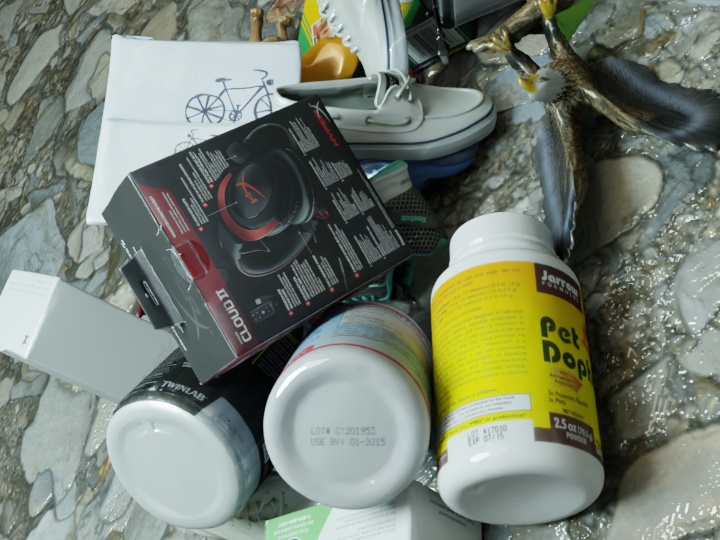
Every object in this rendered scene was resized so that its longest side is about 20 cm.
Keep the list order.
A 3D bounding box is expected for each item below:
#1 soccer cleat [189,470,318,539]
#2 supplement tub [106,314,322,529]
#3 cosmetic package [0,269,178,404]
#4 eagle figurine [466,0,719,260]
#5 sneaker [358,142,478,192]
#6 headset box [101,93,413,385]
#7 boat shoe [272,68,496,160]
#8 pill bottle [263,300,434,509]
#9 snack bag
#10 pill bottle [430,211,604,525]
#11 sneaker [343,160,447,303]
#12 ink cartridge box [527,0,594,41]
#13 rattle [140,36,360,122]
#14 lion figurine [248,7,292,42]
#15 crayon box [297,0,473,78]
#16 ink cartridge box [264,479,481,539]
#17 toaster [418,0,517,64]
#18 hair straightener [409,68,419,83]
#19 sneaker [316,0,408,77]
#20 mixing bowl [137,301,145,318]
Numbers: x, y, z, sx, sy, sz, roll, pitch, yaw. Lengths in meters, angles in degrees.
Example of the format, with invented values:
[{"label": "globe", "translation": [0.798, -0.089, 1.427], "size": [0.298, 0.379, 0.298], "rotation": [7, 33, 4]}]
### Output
[{"label": "soccer cleat", "translation": [-0.095, 0.194, 0.852], "size": [0.199, 0.077, 0.070], "rotation": [-10, 57, 42]}, {"label": "supplement tub", "translation": [-0.102, 0.102, 0.832], "size": [0.122, 0.123, 0.200], "rotation": [-24, 13, 33]}, {"label": "cosmetic package", "translation": [-0.245, 0.077, 0.991], "size": [0.112, 0.199, 0.082], "rotation": [7, 69, 47]}, {"label": "eagle figurine", "translation": [0.168, -0.122, 0.784], "size": [0.201, 0.150, 0.152], "rotation": [58, 156, 18]}, {"label": "sneaker", "translation": [0.015, -0.080, 0.938], "size": [0.198, 0.083, 0.074], "rotation": [-14, 34, 18]}, {"label": "headset box", "translation": [-0.081, -0.023, 0.762], "size": [0.199, 0.149, 0.075], "rotation": [-30, -3, -36]}, {"label": "boat shoe", "translation": [0.022, -0.135, 0.869], "size": [0.198, 0.067, 0.074], "rotation": [-12, 41, -11]}, {"label": "pill bottle", "translation": [0.000, 0.084, 0.745], "size": [0.109, 0.109, 0.200], "rotation": [-46, 3, 12]}, {"label": "snack bag", "translation": [-0.140, -0.128, 0.917], "size": [0.186, 0.021, 0.202], "rotation": [2, 66, 1]}, {"label": "pill bottle", "translation": [0.103, 0.062, 0.711], "size": [0.109, 0.109, 0.202], "rotation": [-25, 49, 33]}, {"label": "sneaker", "translation": [0.000, 0.000, 0.891], "size": [0.077, 0.091, 0.200], "rotation": [-37, -8, -48]}, {"label": "ink cartridge box", "translation": [0.208, -0.292, 0.815], "size": [0.076, 0.147, 0.201], "rotation": [35, 92, 47]}, {"label": "rattle", "translation": [-0.115, -0.170, 0.969], "size": [0.142, 0.199, 0.132], "rotation": [-22, 62, 44]}, {"label": "lion figurine", "translation": [-0.133, -0.225, 1.199], "size": [0.199, 0.072, 0.124], "rotation": [-25, 60, 52]}, {"label": "crayon box", "translation": [0.024, -0.275, 1.065], "size": [0.199, 0.058, 0.174], "rotation": [-19, 52, 36]}, {"label": "ink cartridge box", "translation": [0.004, 0.262, 0.695], "size": [0.144, 0.087, 0.202], "rotation": [-25, 47, 34]}, {"label": "toaster", "translation": [0.078, -0.326, 0.898], "size": [0.118, 0.201, 0.182], "rotation": [-20, 50, -7]}, {"label": "hair straightener", "translation": [-0.025, -0.121, 0.999], "size": [0.200, 0.041, 0.077], "rotation": [-42, 0, 17]}, {"label": "sneaker", "translation": [-0.003, -0.233, 0.917], "size": [0.070, 0.202, 0.073], "rotation": [-12, 14, -7]}, {"label": "mixing bowl", "translation": [-0.171, -0.054, 1.047], "size": [0.200, 0.107, 0.203], "rotation": [180, 90, -75]}]
